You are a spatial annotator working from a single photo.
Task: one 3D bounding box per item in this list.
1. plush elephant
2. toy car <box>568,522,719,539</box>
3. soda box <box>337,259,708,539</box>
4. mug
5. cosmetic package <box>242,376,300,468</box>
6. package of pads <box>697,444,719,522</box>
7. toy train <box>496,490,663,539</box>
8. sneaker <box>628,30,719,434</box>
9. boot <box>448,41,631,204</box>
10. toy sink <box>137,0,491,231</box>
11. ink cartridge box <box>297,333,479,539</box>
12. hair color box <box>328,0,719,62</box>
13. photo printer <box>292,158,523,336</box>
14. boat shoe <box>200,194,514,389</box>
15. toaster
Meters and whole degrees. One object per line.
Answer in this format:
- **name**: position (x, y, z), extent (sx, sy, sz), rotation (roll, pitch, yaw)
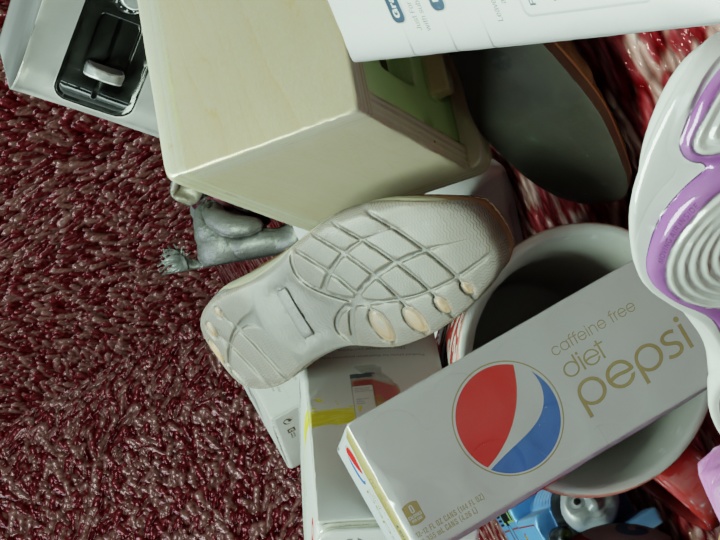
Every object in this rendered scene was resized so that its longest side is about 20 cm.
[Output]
- **plush elephant**: position (-0.172, -0.088, 1.895), extent (0.165, 0.198, 0.157), rotation (163, 97, -88)
- **toy car**: position (0.167, 0.187, 0.764), extent (0.201, 0.182, 0.178), rotation (111, 154, -50)
- **soda box**: position (0.090, 0.057, 0.685), extent (0.069, 0.199, 0.064), rotation (59, 169, 11)
- **mug**: position (0.111, 0.070, 0.832), extent (0.200, 0.132, 0.179), rotation (150, 101, -84)
- **cosmetic package**: position (0.003, 0.050, 1.156), extent (0.108, 0.198, 0.085), rotation (58, 169, 35)
- **package of pads**: position (0.227, 0.155, 0.617), extent (0.201, 0.075, 0.120), rotation (63, 172, -6)
- **toy train**: position (0.160, 0.194, 1.057), extent (0.115, 0.086, 0.200), rotation (58, 171, 8)
- **sneaker**: position (0.139, -0.017, 0.533), extent (0.201, 0.074, 0.100), rotation (66, -156, -46)
- **boot**: position (0.081, -0.114, 0.714), extent (0.073, 0.076, 0.200), rotation (-7, 135, 40)
- **toy sink**: position (-0.010, -0.102, 0.750), extent (0.200, 0.111, 0.132), rotation (20, -124, -63)
- **ink cartridge box**: position (0.010, 0.133, 0.814), extent (0.201, 0.082, 0.147), rotation (-98, 7, -61)
- **hair color box**: position (0.057, -0.136, 0.525), extent (0.199, 0.060, 0.101), rotation (4, 125, 52)
- **photo printer**: position (0.022, -0.034, 1.034), extent (0.199, 0.069, 0.167), rotation (29, 150, 37)
- **boat shoe**: position (0.000, 0.000, 0.771), extent (0.199, 0.072, 0.076), rotation (-19, 103, 40)
- **toaster**: position (-0.128, -0.158, 0.936), extent (0.179, 0.120, 0.200), rotation (18, -165, -24)
